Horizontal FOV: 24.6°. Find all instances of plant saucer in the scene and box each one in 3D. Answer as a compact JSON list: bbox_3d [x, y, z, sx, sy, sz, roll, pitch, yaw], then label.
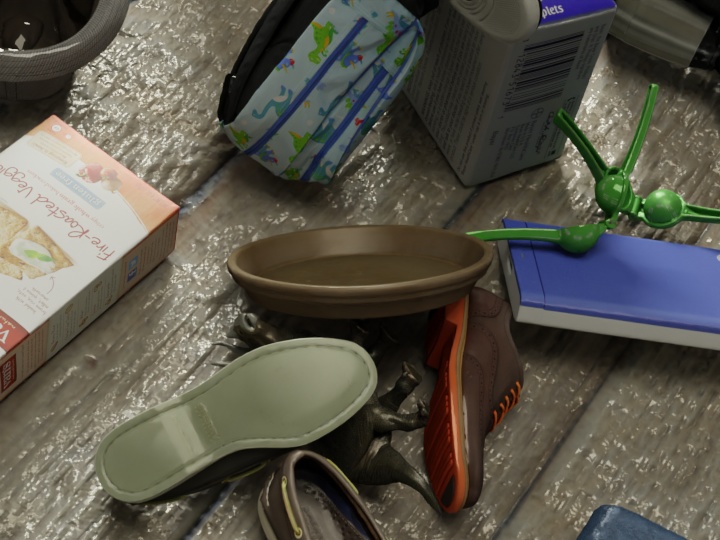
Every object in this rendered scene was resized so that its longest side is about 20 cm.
[{"bbox_3d":[0.000,0.000,1.221,0.197,0.030,0.200,-2,15,0],"label":"plant saucer"}]

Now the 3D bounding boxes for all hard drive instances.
[{"bbox_3d":[0.212,0.011,1.301,0.197,0.026,0.132,8,29,-7],"label":"hard drive"}]

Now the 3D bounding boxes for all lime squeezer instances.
[{"bbox_3d":[0.177,-0.060,1.301,0.199,0.038,0.071,-39,78,-9],"label":"lime squeezer"},{"bbox_3d":[0.240,-0.069,1.360,0.198,0.071,0.038,26,39,-2],"label":"lime squeezer"}]

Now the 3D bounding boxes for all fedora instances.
[{"bbox_3d":[-0.276,-0.218,1.351,0.174,0.091,0.202,0,59,-11],"label":"fedora"}]

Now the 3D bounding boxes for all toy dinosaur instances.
[{"bbox_3d":[-0.007,0.099,1.181,0.201,0.102,0.077,52,17,12],"label":"toy dinosaur"}]

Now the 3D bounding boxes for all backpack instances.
[{"bbox_3d":[-0.029,-0.168,1.305,0.199,0.154,0.163,-40,24,4],"label":"backpack"}]

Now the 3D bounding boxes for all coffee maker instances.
[{"bbox_3d":[0.331,-0.251,1.457,0.199,0.193,0.135,29,35,9],"label":"coffee maker"}]

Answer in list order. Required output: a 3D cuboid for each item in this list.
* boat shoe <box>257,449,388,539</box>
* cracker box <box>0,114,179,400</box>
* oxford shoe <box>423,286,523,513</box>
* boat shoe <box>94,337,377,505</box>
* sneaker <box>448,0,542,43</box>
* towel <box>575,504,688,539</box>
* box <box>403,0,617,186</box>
[{"bbox_3d":[0.000,0.210,1.088,0.071,0.060,0.201,-23,69,-27],"label":"boat shoe"},{"bbox_3d":[-0.247,-0.013,1.218,0.133,0.058,0.200,35,53,15],"label":"cracker box"},{"bbox_3d":[0.088,0.090,1.210,0.072,0.071,0.202,12,50,-10],"label":"oxford shoe"},{"bbox_3d":[-0.084,0.103,1.128,0.199,0.061,0.072,-21,76,-6],"label":"boat shoe"},{"bbox_3d":[0.096,-0.264,1.250,0.111,0.073,0.201,-23,67,-40],"label":"sneaker"},{"bbox_3d":[0.167,0.257,1.109,0.111,0.049,0.201,29,52,10],"label":"towel"},{"bbox_3d":[0.101,-0.211,1.374,0.104,0.185,0.201,-17,58,-23],"label":"box"}]
